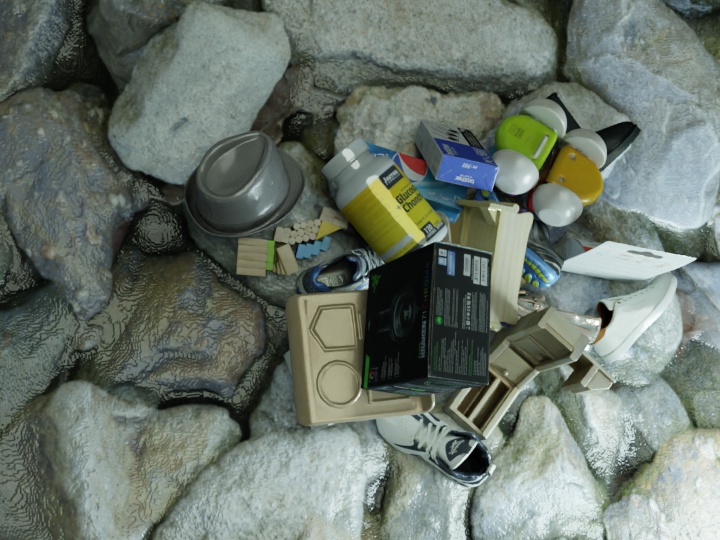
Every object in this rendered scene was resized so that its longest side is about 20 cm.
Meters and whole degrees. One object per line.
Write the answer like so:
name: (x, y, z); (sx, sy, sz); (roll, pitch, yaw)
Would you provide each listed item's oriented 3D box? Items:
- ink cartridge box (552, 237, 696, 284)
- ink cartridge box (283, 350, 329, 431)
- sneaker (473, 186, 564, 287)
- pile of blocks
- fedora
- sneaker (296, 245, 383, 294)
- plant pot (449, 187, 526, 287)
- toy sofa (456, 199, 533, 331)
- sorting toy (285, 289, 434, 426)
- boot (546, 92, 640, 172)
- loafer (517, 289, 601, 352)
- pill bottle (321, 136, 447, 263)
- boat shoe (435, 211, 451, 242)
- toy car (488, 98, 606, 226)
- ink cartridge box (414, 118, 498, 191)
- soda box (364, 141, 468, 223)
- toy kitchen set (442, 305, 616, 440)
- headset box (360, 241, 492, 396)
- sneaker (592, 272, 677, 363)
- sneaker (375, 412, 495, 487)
ink cartridge box: (0.425, -0.030, 1.497); (0.161, 0.200, 0.051); (10, 74, -12)
ink cartridge box: (0.004, 0.144, 1.386); (0.199, 0.125, 0.129); (-21, 82, -17)
sneaker: (0.261, -0.062, 1.513); (0.200, 0.071, 0.083); (49, 51, 3)
pile of blocks: (-0.107, -0.039, 1.441); (0.199, 0.062, 0.083); (-20, 92, -10)
fedora: (-0.182, -0.148, 1.401); (0.177, 0.091, 0.200); (38, 66, 21)
sneaker: (0.000, 0.000, 1.442); (0.199, 0.085, 0.078); (-22, 83, -19)
plant pot: (0.215, -0.054, 1.541); (0.198, 0.027, 0.202); (4, 75, -14)
toy sofa: (0.199, -0.010, 1.443); (0.097, 0.083, 0.202); (6, 93, -34)
sorting toy: (-0.002, 0.121, 1.309); (0.198, 0.036, 0.187); (-4, 77, -11)
boot: (0.380, -0.244, 1.607); (0.198, 0.073, 0.163); (-42, 90, -15)
loafer: (0.301, 0.066, 1.501); (0.199, 0.072, 0.063); (26, 98, -6)
pill bottle: (0.033, -0.102, 1.399); (0.112, 0.112, 0.200); (-41, 93, -19)
boat shoe: (0.120, 0.003, 1.490); (0.066, 0.057, 0.202); (-3, 89, -28)
toy car: (0.295, -0.167, 1.506); (0.199, 0.150, 0.176); (35, 65, -6)
ink cartridge box: (0.152, -0.189, 1.477); (0.093, 0.200, 0.045); (12, 113, -11)
soda box: (0.075, -0.146, 1.493); (0.198, 0.068, 0.065); (17, 73, -1)
toy kitchen set: (0.267, 0.187, 1.403); (0.163, 0.200, 0.181); (40, 70, -1)
headset box: (0.083, 0.071, 1.220); (0.092, 0.200, 0.176); (11, 75, -24)
sneaker: (0.459, 0.059, 1.550); (0.085, 0.073, 0.200); (46, 72, -2)
sneaker: (0.121, 0.260, 1.385); (0.199, 0.130, 0.080); (40, 70, -2)
